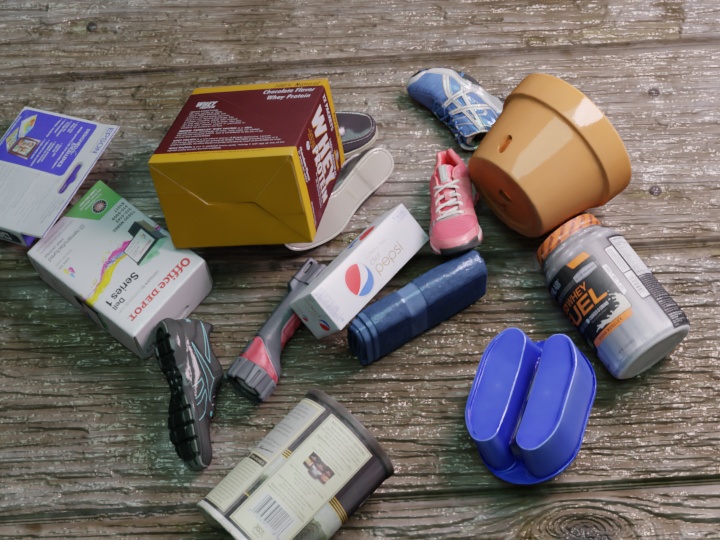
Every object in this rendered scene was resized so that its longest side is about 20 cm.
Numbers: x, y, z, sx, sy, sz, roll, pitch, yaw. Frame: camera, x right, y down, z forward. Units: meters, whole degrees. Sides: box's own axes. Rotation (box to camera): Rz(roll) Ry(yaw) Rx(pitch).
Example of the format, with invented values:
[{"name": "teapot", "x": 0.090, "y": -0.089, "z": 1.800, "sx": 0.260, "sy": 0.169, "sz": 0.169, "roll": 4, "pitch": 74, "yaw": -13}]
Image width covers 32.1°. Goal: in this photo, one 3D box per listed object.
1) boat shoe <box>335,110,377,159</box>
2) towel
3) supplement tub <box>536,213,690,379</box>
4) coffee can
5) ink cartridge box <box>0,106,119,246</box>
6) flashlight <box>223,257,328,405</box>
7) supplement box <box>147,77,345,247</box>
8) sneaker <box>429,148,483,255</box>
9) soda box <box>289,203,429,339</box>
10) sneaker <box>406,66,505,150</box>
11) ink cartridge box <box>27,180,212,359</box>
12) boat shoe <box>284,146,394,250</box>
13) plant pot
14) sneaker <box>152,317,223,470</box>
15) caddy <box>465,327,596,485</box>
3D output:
[{"name": "boat shoe", "x": -0.074, "y": -0.198, "z": 1.780, "sx": 0.199, "sy": 0.065, "sz": 0.072, "roll": -4, "pitch": 63, "yaw": -1}, {"name": "towel", "x": 0.073, "y": 0.045, "z": 1.636, "sx": 0.199, "sy": 0.112, "sz": 0.049, "roll": -29, "pitch": 69, "yaw": -11}, {"name": "supplement tub", "x": 0.325, "y": 0.031, "z": 1.633, "sx": 0.122, "sy": 0.123, "sz": 0.200, "roll": -30, "pitch": 67, "yaw": -12}, {"name": "coffee can", "x": -0.079, "y": 0.265, "z": 1.519, "sx": 0.146, "sy": 0.147, "sz": 0.200, "roll": 41, "pitch": 72, "yaw": 18}, {"name": "ink cartridge box", "x": -0.444, "y": -0.128, "z": 1.731, "sx": 0.199, "sy": 0.043, "sz": 0.199, "roll": 14, "pitch": 63, "yaw": 34}, {"name": "flashlight", "x": -0.097, "y": 0.082, "z": 1.653, "sx": 0.068, "sy": 0.068, "sz": 0.200, "roll": 26, "pitch": 63, "yaw": 26}, {"name": "supplement box", "x": -0.144, "y": -0.144, "z": 1.656, "sx": 0.196, "sy": 0.133, "sz": 0.200, "roll": -2, "pitch": 36, "yaw": 15}, {"name": "sneaker", "x": 0.116, "y": -0.093, "z": 1.672, "sx": 0.073, "sy": 0.087, "sz": 0.200, "roll": -15, "pitch": 31, "yaw": 12}, {"name": "soda box", "x": 0.000, "y": 0.000, "z": 1.652, "sx": 0.064, "sy": 0.068, "sz": 0.200, "roll": 51, "pitch": 59, "yaw": -8}, {"name": "sneaker", "x": 0.150, "y": -0.223, "z": 1.781, "sx": 0.199, "sy": 0.076, "sz": 0.077, "roll": 27, "pitch": 64, "yaw": 14}, {"name": "ink cartridge box", "x": -0.320, "y": -0.001, "z": 1.682, "sx": 0.200, "sy": 0.084, "sz": 0.145, "roll": 36, "pitch": 71, "yaw": 16}, {"name": "boat shoe", "x": -0.035, "y": -0.098, "z": 1.746, "sx": 0.200, "sy": 0.057, "sz": 0.067, "roll": -42, "pitch": 106, "yaw": -13}, {"name": "plant pot", "x": 0.238, "y": -0.139, "z": 1.654, "sx": 0.140, "sy": 0.200, "sz": 0.200, "roll": -42, "pitch": 71, "yaw": -15}, {"name": "sneaker", "x": -0.209, "y": 0.155, "z": 1.612, "sx": 0.079, "sy": 0.075, "sz": 0.201, "roll": -4, "pitch": 77, "yaw": -36}, {"name": "caddy", "x": 0.217, "y": 0.169, "z": 1.584, "sx": 0.141, "sy": 0.105, "sz": 0.201, "roll": 7, "pitch": 63, "yaw": 31}]
